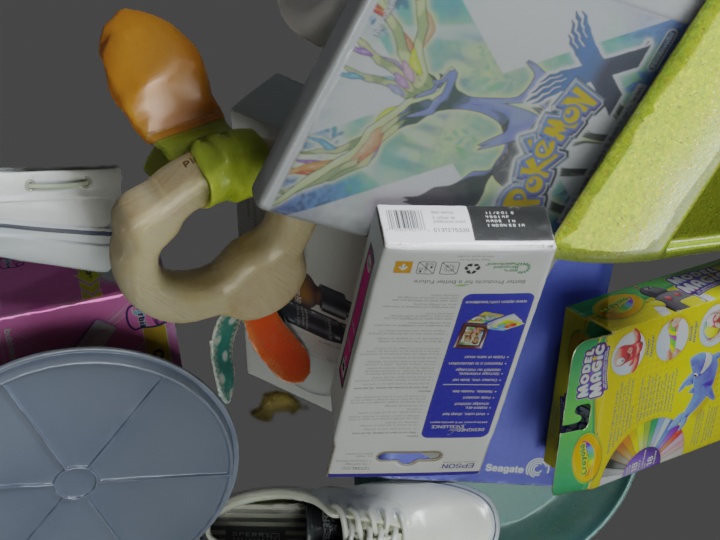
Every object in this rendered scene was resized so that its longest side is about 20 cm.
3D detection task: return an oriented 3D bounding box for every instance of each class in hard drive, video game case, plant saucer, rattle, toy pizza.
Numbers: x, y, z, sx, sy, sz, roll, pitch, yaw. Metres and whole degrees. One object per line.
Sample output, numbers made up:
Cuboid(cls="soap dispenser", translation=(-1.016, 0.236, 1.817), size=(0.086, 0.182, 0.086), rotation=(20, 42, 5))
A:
Cuboid(cls="hard drive", translation=(0.086, 0.040, 1.440), size=(0.131, 0.025, 0.201), rotation=(4, 112, -15))
Cuboid(cls="video game case", translation=(0.064, -0.094, 1.177), size=(0.181, 0.022, 0.201), rotation=(14, 122, -27))
Cuboid(cls="plant saucer", translation=(0.207, -0.079, 1.255), size=(0.201, 0.048, 0.199), rotation=(-58, 159, 18))
Cuboid(cls="plant saucer", translation=(0.089, 0.114, 1.510), size=(0.199, 0.036, 0.201), rotation=(-5, 116, -11))
Cuboid(cls="rattle", translation=(-0.095, -0.030, 1.308), size=(0.130, 0.143, 0.200), rotation=(-48, 151, -10))
Cuboid(cls="toy pizza", translation=(-0.172, 0.117, 1.360), size=(0.199, 0.032, 0.201), rotation=(-8, 131, -10))

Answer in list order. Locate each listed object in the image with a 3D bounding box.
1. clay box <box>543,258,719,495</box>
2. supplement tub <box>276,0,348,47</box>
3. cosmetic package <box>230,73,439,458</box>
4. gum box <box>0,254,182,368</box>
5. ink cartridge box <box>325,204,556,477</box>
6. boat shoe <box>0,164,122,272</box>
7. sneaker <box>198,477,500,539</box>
Cuboid(cls="clay box", translation=(0.190, 0.065, 1.459), size=(0.199, 0.048, 0.116), rotation=(-14, 122, -36))
Cuboid(cls="supplement tub", translation=(0.068, -0.169, 1.229), size=(0.199, 0.145, 0.145), rotation=(14, 122, -27))
Cuboid(cls="cosmetic package", translation=(0.000, 0.000, 1.337), size=(0.052, 0.150, 0.201), rotation=(-43, 143, -41))
Cuboid(cls="gum box", translation=(-0.165, 0.075, 1.393), size=(0.113, 0.066, 0.201), rotation=(-12, 130, -7))
Cuboid(cls="ink cartridge box", translation=(0.039, 0.043, 1.255), size=(0.094, 0.037, 0.201), rotation=(0, 136, -13))
Cuboid(cls="boat shoe", translation=(-0.232, -0.045, 1.288), size=(0.199, 0.074, 0.067), rotation=(6, 97, -21))
Cuboid(cls="sneaker", translation=(-0.008, 0.170, 1.441), size=(0.199, 0.074, 0.071), rotation=(-5, 173, -4))
